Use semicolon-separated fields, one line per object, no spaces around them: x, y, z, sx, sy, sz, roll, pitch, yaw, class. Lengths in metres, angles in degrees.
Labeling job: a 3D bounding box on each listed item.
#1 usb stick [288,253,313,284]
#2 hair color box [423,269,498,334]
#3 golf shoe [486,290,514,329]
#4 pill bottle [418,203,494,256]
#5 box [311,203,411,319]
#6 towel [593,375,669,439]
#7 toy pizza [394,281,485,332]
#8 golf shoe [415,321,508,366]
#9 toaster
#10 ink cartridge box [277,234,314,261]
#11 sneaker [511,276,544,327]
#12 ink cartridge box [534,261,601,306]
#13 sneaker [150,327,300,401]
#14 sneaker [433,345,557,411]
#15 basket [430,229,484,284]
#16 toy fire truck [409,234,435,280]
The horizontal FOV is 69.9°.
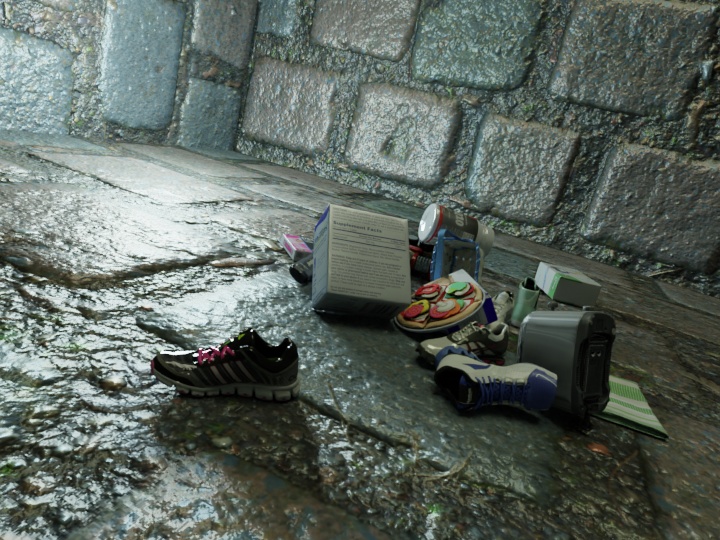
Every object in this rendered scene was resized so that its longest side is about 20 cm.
-0.122;-0.011;1.272;0.055;0.033;0.200;46;19;1;usb stick
0.223;0.070;1.175;0.108;0.065;0.200;-22;17;0;hair color box
0.306;0.095;1.192;0.078;0.098;0.200;23;19;23;golf shoe
0.280;-0.110;1.499;0.198;0.115;0.114;17;14;-16;pill bottle
0.001;-0.016;1.080;0.182;0.202;0.105;9;-25;-19;box
0.477;0.238;0.978;0.151;0.024;0.200;18;15;11;towel
0.164;0.067;1.092;0.198;0.032;0.200;-18;19;6;toy pizza
0.192;0.134;0.964;0.198;0.089;0.077;4;19;-29;golf shoe
0.345;0.156;0.876;0.113;0.202;0.129;4;1;-37;toaster
-0.165;-0.066;1.450;0.094;0.037;0.200;8;14;-24;ink cartridge box
0.444;0.073;1.355;0.073;0.119;0.200;17;14;16;sneaker
0.696;0.047;1.749;0.144;0.088;0.200;13;13;-2;ink cartridge box
-0.171;0.115;0.684;0.198;0.088;0.074;10;16;-16;sneaker
0.201;0.188;0.814;0.198;0.081;0.115;12;17;19;sneaker
0.247;-0.005;1.369;0.138;0.178;0.199;6;-5;30;basket
0.179;-0.030;1.508;0.175;0.130;0.200;19;27;14;toy fire truck
